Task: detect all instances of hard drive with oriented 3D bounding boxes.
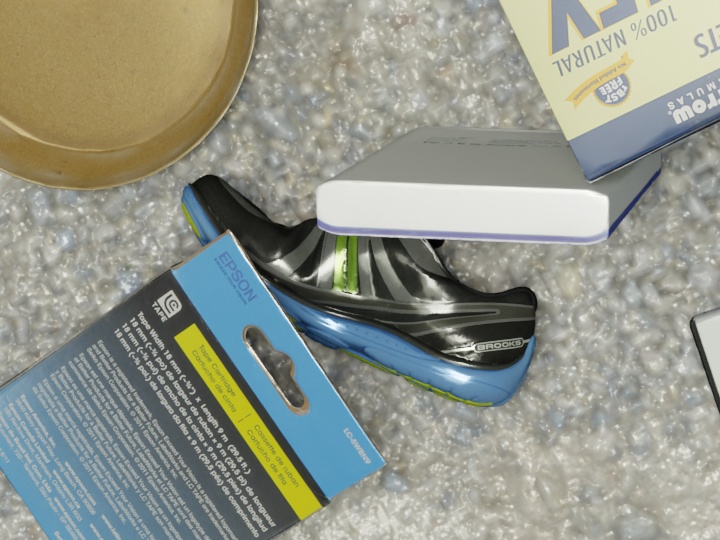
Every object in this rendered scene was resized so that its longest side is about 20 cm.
[{"bbox_3d":[0.066,-0.043,1.295,0.132,0.200,0.025,3,101,13],"label":"hard drive"}]

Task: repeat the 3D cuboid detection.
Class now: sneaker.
[{"bbox_3d":[0.000,0.000,1.396,0.199,0.071,0.083,25,82,10],"label":"sneaker"}]

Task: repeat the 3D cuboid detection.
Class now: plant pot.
[{"bbox_3d":[-0.146,-0.143,1.418,0.199,0.027,0.201,3,101,13],"label":"plant pot"}]

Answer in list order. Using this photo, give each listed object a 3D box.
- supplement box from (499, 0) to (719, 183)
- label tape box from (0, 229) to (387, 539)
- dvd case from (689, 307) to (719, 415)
[{"bbox_3d":[0.135,-0.167,1.258,0.134,0.200,0.200,-26,93,16],"label":"supplement box"},{"bbox_3d":[-0.086,0.078,1.405,0.200,0.063,0.144,-33,92,28],"label":"label tape box"},{"bbox_3d":[0.280,0.062,1.359,0.200,0.018,0.143,-18,95,15],"label":"dvd case"}]
